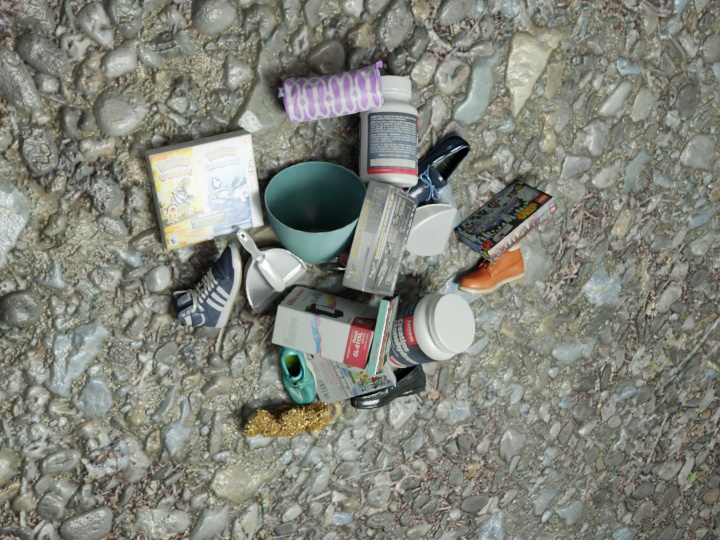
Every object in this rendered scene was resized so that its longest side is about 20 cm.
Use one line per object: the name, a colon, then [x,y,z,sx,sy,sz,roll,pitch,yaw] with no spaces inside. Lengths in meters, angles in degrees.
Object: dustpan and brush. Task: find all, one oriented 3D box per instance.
dustpan and brush: [0.101,-0.086,1.693,0.196,0.058,0.141,-12,139,-24]
dustpan and brush: [-0.194,-0.013,1.544,0.139,0.057,0.201,-41,125,-9]

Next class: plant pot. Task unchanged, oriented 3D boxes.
plant pot: [-0.086,-0.094,1.519,0.197,0.201,0.136,-20,141,-21]

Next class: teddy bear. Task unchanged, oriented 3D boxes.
teddy bear: [-0.158,0.333,1.682,0.196,0.068,0.145,5,145,-30]

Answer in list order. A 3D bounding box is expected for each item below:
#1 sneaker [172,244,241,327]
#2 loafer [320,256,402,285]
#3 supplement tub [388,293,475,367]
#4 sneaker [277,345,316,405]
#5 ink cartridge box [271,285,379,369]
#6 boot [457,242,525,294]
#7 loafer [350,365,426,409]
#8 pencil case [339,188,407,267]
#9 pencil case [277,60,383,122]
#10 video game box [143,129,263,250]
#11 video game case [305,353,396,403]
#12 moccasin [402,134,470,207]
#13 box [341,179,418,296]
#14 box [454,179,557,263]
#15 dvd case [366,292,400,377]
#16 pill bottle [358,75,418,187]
sneaker: [-0.294,0.035,1.487,0.106,0.071,0.202,1,132,-26]
loafer: [0.000,0.000,1.659,0.197,0.068,0.072,21,77,-28]
supplement tub: [0.138,0.130,1.698,0.138,0.198,0.144,12,70,-36]
sneaker: [-0.140,0.218,1.655,0.076,0.080,0.203,-12,127,2]
ink cartridge box: [-0.064,0.111,1.565,0.196,0.146,0.085,15,107,7]
boot: [0.306,-0.009,1.837,0.197,0.075,0.110,-19,116,-31]
loafer: [0.063,0.266,1.808,0.197,0.068,0.072,-16,103,-26]
pencil case: [0.027,-0.086,1.601,0.083,0.085,0.203,90,26,-68]
pencil case: [-0.052,-0.331,1.454,0.195,0.084,0.088,-7,72,3]
video game box: [-0.286,-0.151,1.455,0.196,0.047,0.186,-17,115,-23]
video game case: [-0.036,0.195,1.705,0.179,0.022,0.203,-17,121,11]
moccasin: [0.155,-0.208,1.666,0.080,0.068,0.201,36,92,-35]
box: [0.040,-0.057,1.494,0.158,0.047,0.205,11,94,-65]
box: [0.326,-0.115,1.759,0.199,0.137,0.040,-39,126,-10]
dvd case: [0.048,0.124,1.575,0.021,0.200,0.150,11,95,9]
pill bottle: [0.056,-0.270,1.532,0.117,0.119,0.205,1,90,-29]
